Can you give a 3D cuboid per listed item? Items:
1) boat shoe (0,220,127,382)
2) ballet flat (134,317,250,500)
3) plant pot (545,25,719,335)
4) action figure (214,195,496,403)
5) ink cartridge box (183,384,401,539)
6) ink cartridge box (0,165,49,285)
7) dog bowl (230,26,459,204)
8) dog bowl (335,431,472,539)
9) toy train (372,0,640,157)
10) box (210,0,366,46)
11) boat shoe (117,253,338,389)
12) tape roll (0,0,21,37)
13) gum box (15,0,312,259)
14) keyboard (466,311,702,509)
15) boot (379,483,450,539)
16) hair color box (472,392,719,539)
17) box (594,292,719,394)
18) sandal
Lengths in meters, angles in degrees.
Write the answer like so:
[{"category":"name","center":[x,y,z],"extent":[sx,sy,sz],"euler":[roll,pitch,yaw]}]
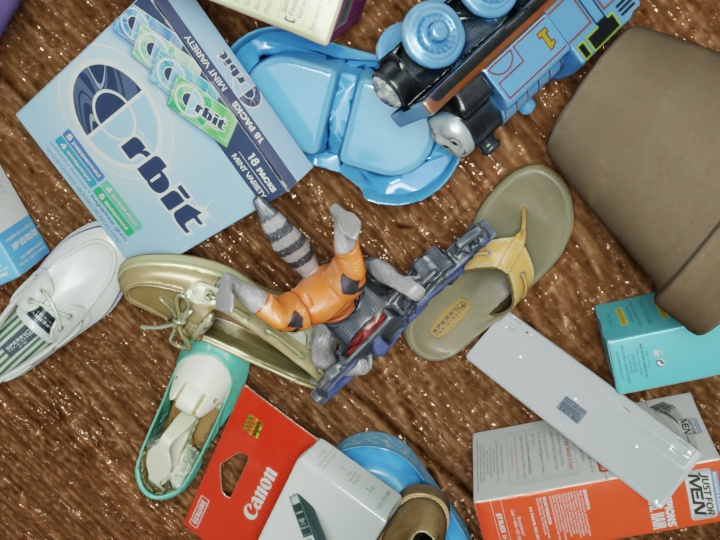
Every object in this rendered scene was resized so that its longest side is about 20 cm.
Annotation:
[{"category":"boat shoe","center":[-0.272,0.039,0.828],"extent":[0.073,0.067,0.200],"euler":[41,109,-9]},{"category":"ballet flat","center":[-0.152,0.128,0.844],"extent":[0.067,0.070,0.201],"euler":[25,110,1]},{"category":"plant pot","center":[0.237,-0.084,0.678],"extent":[0.174,0.200,0.201],"euler":[39,110,12]},{"category":"action figure","center":[0.000,0.000,0.734],"extent":[0.200,0.193,0.105],"euler":[-42,61,4]},{"category":"ink cartridge box","center":[-0.077,0.229,0.846],"extent":[0.173,0.044,0.201],"euler":[33,121,11]},{"category":"ink cartridge box","center":[-0.373,-0.072,0.800],"extent":[0.114,0.068,0.201],"euler":[-21,106,13]},{"category":"dog bowl","center":[-0.015,-0.125,0.742],"extent":[0.198,0.050,0.113],"euler":[16,110,1]},{"category":"dog bowl","center":[0.035,0.235,0.873],"extent":[0.111,0.050,0.201],"euler":[-31,104,16]},{"category":"toy train","center":[0.100,-0.168,0.670],"extent":[0.200,0.087,0.114],"euler":[-44,101,-13]},{"category":"box","center":[-0.087,-0.244,0.648],"extent":[0.198,0.176,0.097],"euler":[21,110,-2]},{"category":"boat shoe","center":[-0.110,0.042,0.785],"extent":[0.198,0.063,0.073],"euler":[18,149,-12]},{"category":"tape roll","center":[-0.346,-0.232,0.670],"extent":[0.199,0.200,0.085],"euler":[38,109,-8]},{"category":"gum box","center":[-0.159,-0.103,0.737],"extent":[0.199,0.045,0.171],"euler":[-25,106,41]},{"category":"keyboard","center":[0.178,0.108,0.765],"extent":[0.200,0.011,0.056],"euler":[38,87,28]},{"category":"boot","center":[0.027,0.291,0.828],"extent":[0.073,0.076,0.202],"euler":[16,112,-1]},{"category":"hair color box","center":[0.199,0.174,0.799],"extent":[0.198,0.111,0.065],"euler":[-14,109,12]},{"category":"box","center":[0.296,0.042,0.756],"extent":[0.198,0.082,0.050],"euler":[-14,107,11]},{"category":"sandal","center":[0.107,0.004,0.779],"extent":[0.080,0.054,0.200],"euler":[36,110,-7]}]
